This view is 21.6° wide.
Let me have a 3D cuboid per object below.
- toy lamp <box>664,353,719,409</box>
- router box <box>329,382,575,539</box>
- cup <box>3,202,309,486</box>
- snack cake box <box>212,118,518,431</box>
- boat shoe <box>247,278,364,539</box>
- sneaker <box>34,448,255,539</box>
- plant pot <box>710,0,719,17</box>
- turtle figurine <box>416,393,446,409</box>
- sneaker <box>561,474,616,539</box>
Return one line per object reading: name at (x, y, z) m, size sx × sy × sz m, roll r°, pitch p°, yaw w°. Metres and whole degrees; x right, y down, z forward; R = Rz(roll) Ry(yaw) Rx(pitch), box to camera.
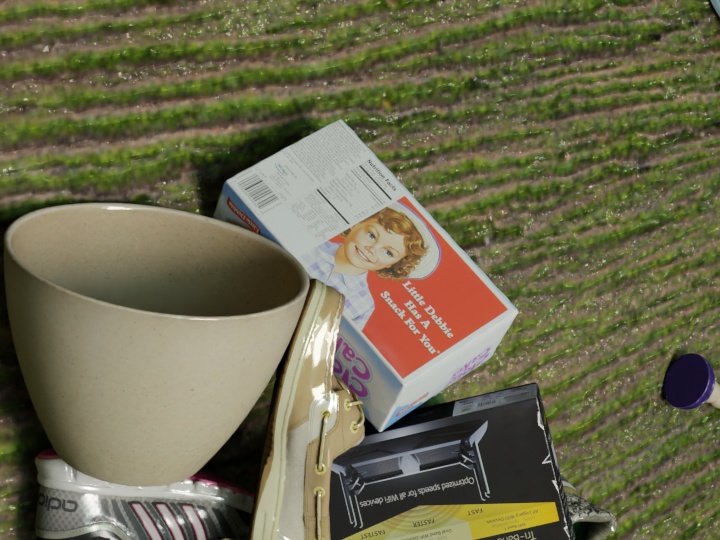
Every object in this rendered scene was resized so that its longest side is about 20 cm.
toy lamp at (0.360, 0.129, 1.718) m, size 0.199 × 0.058 × 0.059 m, roll 25°, pitch 78°, yaw -38°
router box at (0.049, 0.180, 1.341) m, size 0.199 × 0.052 × 0.158 m, roll -13°, pitch 97°, yaw 8°
cup at (-0.144, 0.056, 1.244) m, size 0.199 × 0.200 × 0.144 m, roll -4°, pitch 115°, yaw -38°
snack cake box at (0.000, 0.000, 1.342) m, size 0.115 × 0.067 × 0.200 m, roll -30°, pitch 69°, yaw -33°
boat shoe at (-0.030, 0.105, 1.281) m, size 0.066 × 0.074 × 0.201 m, roll 10°, pitch 105°, yaw -4°
sneaker at (-0.144, 0.180, 1.315) m, size 0.199 × 0.074 × 0.088 m, roll 15°, pitch 89°, yaw -37°
plant pot at (0.434, -0.298, 1.666) m, size 0.196 × 0.199 × 0.202 m, roll -27°, pitch 110°, yaw -42°
turtle figurine at (0.036, 0.156, 1.453) m, size 0.193 × 0.200 × 0.145 m, roll -11°, pitch 133°, yaw -14°
sneaker at (0.134, 0.247, 1.528) m, size 0.200 × 0.088 × 0.077 m, roll -48°, pitch 120°, yaw -25°
